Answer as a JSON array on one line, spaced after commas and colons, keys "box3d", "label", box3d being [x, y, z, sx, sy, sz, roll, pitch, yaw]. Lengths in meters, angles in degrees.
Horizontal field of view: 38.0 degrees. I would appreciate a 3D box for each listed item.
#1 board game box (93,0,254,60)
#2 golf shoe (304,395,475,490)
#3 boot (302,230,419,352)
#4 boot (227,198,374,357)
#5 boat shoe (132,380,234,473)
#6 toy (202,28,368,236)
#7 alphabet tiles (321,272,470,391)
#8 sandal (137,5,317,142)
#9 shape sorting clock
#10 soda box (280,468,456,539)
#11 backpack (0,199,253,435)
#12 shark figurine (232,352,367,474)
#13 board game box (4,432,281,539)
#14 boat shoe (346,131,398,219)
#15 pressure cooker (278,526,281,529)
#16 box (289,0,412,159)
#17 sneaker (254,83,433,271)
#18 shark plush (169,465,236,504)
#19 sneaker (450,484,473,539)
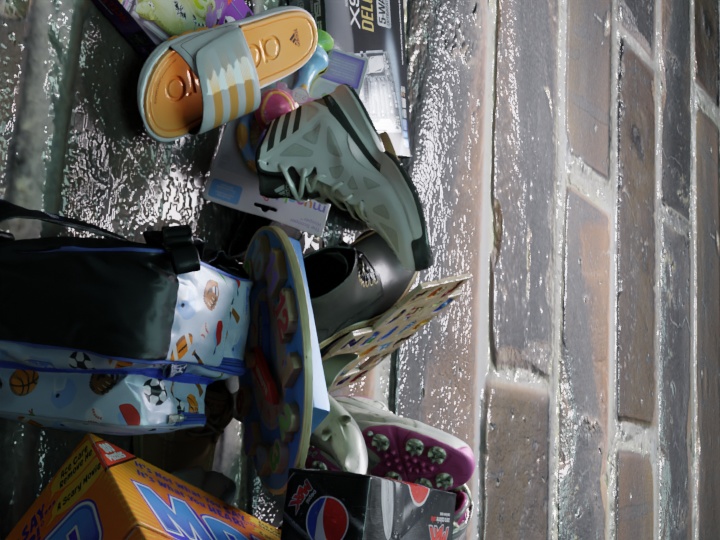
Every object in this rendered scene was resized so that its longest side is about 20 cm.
[{"box3d": [-0.163, -0.235, 0.899, 0.200, 0.032, 0.122, 49, 44, -43], "label": "board game box"}, {"box3d": [0.018, 0.153, 0.986, 0.092, 0.197, 0.076, -52, 143, -54], "label": "golf shoe"}, {"box3d": [0.000, 0.000, 0.918, 0.077, 0.139, 0.200, 43, 60, 10], "label": "boot"}, {"box3d": [-0.043, -0.021, 1.022, 0.201, 0.068, 0.175, -59, 134, -38], "label": "boot"}, {"box3d": [-0.141, 0.112, 0.860, 0.071, 0.064, 0.204, 4, 83, -56], "label": "boat shoe"}, {"box3d": [-0.063, -0.143, 0.969, 0.047, 0.113, 0.203, 118, -12, -61], "label": "toy"}, {"box3d": [0.015, 0.067, 1.009, 0.008, 0.200, 0.166, 56, 30, 15], "label": "alphabet tiles"}, {"box3d": [-0.100, -0.177, 0.893, 0.206, 0.059, 0.080, -36, 125, -33], "label": "sandal"}, {"box3d": [-0.071, 0.068, 0.796, 0.039, 0.199, 0.204, 1, 85, -23], "label": "shape sorting clock"}, {"box3d": [0.011, 0.188, 0.767, 0.200, 0.062, 0.072, 33, 61, -64], "label": "soda box"}, {"box3d": [-0.164, 0.039, 0.733, 0.190, 0.197, 0.157, 2, 95, -68], "label": "backpack"}, {"box3d": [-0.024, 0.159, 0.884, 0.127, 0.215, 0.090, -28, 128, -11], "label": "shark figurine"}, {"box3d": [-0.129, 0.269, 0.656, 0.201, 0.200, 0.200, -51, 131, 0], "label": "board game box"}, {"box3d": [0.010, -0.085, 1.092, 0.200, 0.070, 0.071, 65, 0, -70], "label": "boat shoe"}, {"box3d": [-0.018, 0.301, 0.923, 0.180, 0.176, 0.199, 53, 33, 6], "label": "pressure cooker"}, {"box3d": [-0.009, -0.223, 1.111, 0.157, 0.049, 0.204, -2, 89, -57], "label": "box"}, {"box3d": [-0.022, -0.062, 0.880, 0.076, 0.114, 0.202, 80, -16, -55], "label": "sneaker"}, {"box3d": [-0.161, 0.242, 0.789, 0.083, 0.090, 0.203, 32, 64, -35], "label": "shark plush"}, {"box3d": [0.087, 0.283, 1.172, 0.202, 0.087, 0.082, 62, 40, -32], "label": "sneaker"}]
